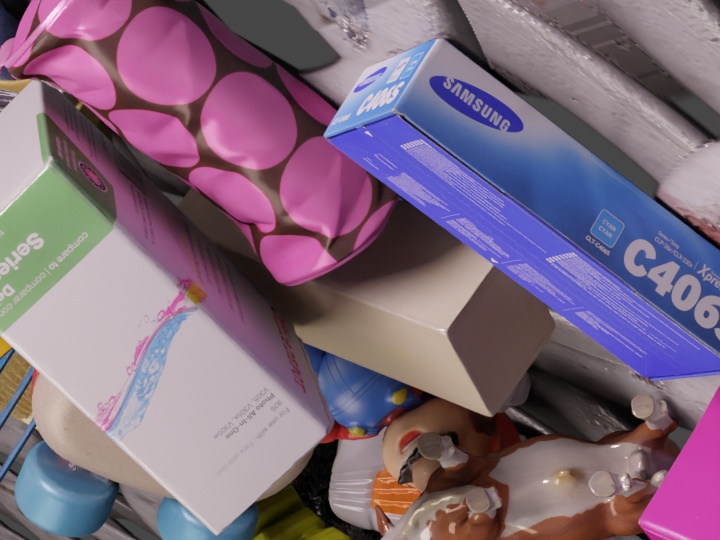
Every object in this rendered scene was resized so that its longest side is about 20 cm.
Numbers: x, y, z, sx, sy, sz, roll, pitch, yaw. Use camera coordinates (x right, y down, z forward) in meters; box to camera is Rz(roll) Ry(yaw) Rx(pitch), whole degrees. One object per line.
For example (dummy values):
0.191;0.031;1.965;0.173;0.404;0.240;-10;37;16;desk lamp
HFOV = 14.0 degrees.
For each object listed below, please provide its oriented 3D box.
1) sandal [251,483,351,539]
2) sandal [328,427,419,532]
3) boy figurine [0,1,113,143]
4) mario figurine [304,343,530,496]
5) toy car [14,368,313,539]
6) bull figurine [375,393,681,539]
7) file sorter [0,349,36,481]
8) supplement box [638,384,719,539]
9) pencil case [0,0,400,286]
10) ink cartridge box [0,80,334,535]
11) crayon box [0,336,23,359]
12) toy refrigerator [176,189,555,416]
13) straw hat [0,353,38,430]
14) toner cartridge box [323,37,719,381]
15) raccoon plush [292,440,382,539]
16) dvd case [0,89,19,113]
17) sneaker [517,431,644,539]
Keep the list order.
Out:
-0.070;0.157;1.886;0.201;0.079;0.087;60;153;19;sandal
0.029;0.090;1.789;0.079;0.059;0.207;14;141;6;sandal
-0.197;-0.101;1.620;0.124;0.065;0.200;20;157;31;boy figurine
0.014;0.075;1.650;0.200;0.106;0.123;41;150;-11;mario figurine
-0.118;0.042;1.809;0.176;0.185;0.200;13;-147;-17;toy car
0.086;0.122;1.584;0.122;0.199;0.065;77;178;-69;bull figurine
-0.282;0.048;1.822;0.138;0.123;0.200;27;166;19;file sorter
0.233;0.145;1.448;0.101;0.104;0.200;21;162;38;supplement box
-0.078;-0.072;1.421;0.200;0.091;0.094;39;120;-15;pencil case
-0.115;0.017;1.458;0.200;0.087;0.145;43;-172;-20;ink cartridge box
-0.230;-0.017;1.505;0.127;0.051;0.200;47;-174;-18;crayon box
0.000;0.000;1.532;0.199;0.070;0.076;20;153;38;toy refrigerator
-0.181;0.048;2.009;0.200;0.085;0.201;19;155;9;straw hat
0.086;-0.024;1.327;0.200;0.043;0.095;36;163;-14;toner cartridge box
-0.055;0.165;1.970;0.134;0.201;0.097;28;-159;20;raccoon plush
-0.192;-0.052;1.609;0.149;0.016;0.200;46;160;-31;dvd case
0.123;0.176;1.812;0.073;0.080;0.200;12;157;47;sneaker
